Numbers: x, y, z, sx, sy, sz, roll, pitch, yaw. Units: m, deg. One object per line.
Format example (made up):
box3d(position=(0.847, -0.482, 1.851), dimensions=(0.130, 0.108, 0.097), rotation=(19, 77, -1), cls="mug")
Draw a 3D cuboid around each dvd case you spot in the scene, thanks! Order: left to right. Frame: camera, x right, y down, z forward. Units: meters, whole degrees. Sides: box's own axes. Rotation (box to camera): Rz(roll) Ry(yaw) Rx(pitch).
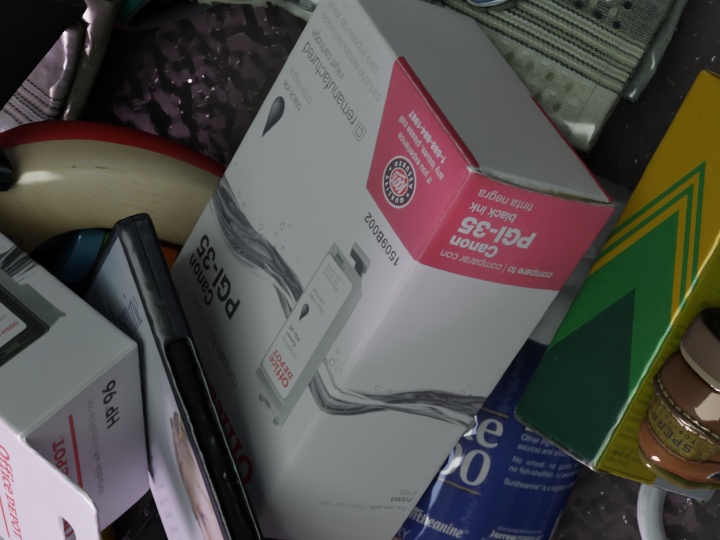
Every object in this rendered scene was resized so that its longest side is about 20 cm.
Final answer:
box3d(position=(-0.075, 0.085, 0.766), dimensions=(0.017, 0.143, 0.201), rotation=(-18, 83, -17), cls="dvd case")

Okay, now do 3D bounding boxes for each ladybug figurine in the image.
box3d(position=(-0.117, -0.019, 0.875), dimensions=(0.136, 0.199, 0.072), rotation=(-42, 40, 38), cls="ladybug figurine")

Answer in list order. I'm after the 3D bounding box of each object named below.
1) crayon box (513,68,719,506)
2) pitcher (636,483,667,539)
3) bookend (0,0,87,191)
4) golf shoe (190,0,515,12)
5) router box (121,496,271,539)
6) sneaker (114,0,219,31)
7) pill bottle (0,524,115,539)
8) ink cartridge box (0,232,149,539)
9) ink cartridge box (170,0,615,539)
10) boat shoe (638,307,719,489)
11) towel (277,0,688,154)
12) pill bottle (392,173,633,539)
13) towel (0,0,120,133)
box3d(position=(0.159, -0.002, 0.780), dimensions=(0.051, 0.127, 0.201), rotation=(32, 96, 36), cls="crayon box")
box3d(position=(0.208, 0.173, 0.807), dimensions=(0.199, 0.121, 0.173), rotation=(7, 83, 29), cls="pitcher")
box3d(position=(-0.171, -0.176, 0.757), dimensions=(0.200, 0.092, 0.199), rotation=(-46, 63, 26), cls="bookend")
box3d(position=(-0.019, -0.165, 0.784), dimensions=(0.198, 0.097, 0.079), rotation=(1, 79, 11), cls="golf shoe")
box3d(position=(-0.058, 0.220, 0.870), dimensions=(0.200, 0.052, 0.158), rotation=(37, 81, -6), cls="router box")
box3d(position=(-0.076, -0.192, 0.877), dimensions=(0.200, 0.084, 0.121), rotation=(-43, 81, 19), cls="sneaker")
box3d(position=(-0.171, 0.195, 0.934), dimensions=(0.110, 0.111, 0.201), rotation=(-16, 90, 20), cls="pill bottle")
box3d(position=(-0.157, 0.051, 0.777), dimensions=(0.200, 0.068, 0.116), rotation=(37, 149, 23), cls="ink cartridge box")
box3d(position=(0.000, 0.000, 0.770), dimensions=(0.201, 0.082, 0.147), rotation=(-58, 42, 26), cls="ink cartridge box")
box3d(position=(0.192, 0.063, 0.766), dimensions=(0.068, 0.199, 0.072), rotation=(-60, 42, 21), cls="boat shoe")
box3d(position=(0.069, -0.171, 0.836), dimensions=(0.199, 0.035, 0.193), rotation=(29, 84, 15), cls="towel")
box3d(position=(0.062, 0.048, 0.838), dimensions=(0.110, 0.111, 0.201), rotation=(23, 102, 15), cls="pill bottle")
box3d(position=(-0.223, -0.119, 0.915), dimensions=(0.192, 0.034, 0.201), rotation=(41, 129, 15), cls="towel")
